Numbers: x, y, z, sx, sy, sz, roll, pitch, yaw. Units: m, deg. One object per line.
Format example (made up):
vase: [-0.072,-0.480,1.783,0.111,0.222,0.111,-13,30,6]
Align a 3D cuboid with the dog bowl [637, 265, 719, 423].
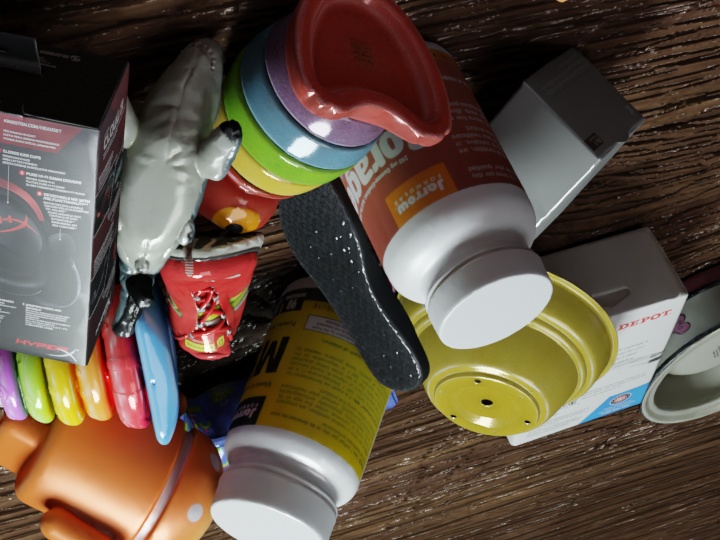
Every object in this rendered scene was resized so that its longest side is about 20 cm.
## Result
dog bowl: [0.354,0.068,1.790,0.198,0.074,0.201,-19,149,-12]

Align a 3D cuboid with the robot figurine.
robot figurine: [-0.192,0.154,1.405,0.199,0.144,0.117,29,103,-12]

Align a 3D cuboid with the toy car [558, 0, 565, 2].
toy car: [0.080,-0.218,0.983,0.183,0.201,0.177,-14,149,-19]

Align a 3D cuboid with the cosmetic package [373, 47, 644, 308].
cosmetic package: [0.111,-0.063,1.341,0.200,0.090,0.107,-51,173,32]

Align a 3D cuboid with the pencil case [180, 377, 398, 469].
pencil case: [-0.061,0.112,1.526,0.198,0.079,0.087,-22,180,-8]

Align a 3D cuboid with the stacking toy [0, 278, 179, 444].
stacking toy: [-0.236,0.074,1.313,0.198,0.110,0.117,-11,114,-4]

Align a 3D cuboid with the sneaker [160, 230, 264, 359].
sneaker: [-0.106,0.020,1.270,0.076,0.086,0.200,-2,171,-3]

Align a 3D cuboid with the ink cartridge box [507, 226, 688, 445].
ink cartridge box: [0.202,0.062,1.648,0.145,0.085,0.201,-16,149,-16]

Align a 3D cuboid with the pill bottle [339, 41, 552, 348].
pill bottle: [0.053,-0.051,1.229,0.111,0.201,0.113,-19,150,-12]

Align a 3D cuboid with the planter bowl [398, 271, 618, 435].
planter bowl: [0.114,0.082,1.510,0.198,0.084,0.201,12,145,8]

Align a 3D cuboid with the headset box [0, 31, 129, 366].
headset box: [-0.217,-0.053,1.044,0.147,0.075,0.201,11,129,1]

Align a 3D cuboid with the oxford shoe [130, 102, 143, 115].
oxford shoe: [-0.177,-0.036,1.211,0.073,0.071,0.201,-17,151,-26]

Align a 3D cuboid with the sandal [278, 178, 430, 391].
sandal: [0.000,0.000,1.349,0.075,0.201,0.045,-3,-148,46]

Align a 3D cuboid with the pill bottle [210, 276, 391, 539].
pill bottle: [-0.041,0.116,1.407,0.113,0.201,0.115,15,150,9]

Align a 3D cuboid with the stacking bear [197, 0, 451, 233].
stacking bear: [-0.051,-0.094,1.176,0.121,0.115,0.200,12,145,-35]

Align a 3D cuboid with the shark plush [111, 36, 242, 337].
shark plush: [-0.120,-0.047,1.153,0.090,0.083,0.202,5,112,1]
